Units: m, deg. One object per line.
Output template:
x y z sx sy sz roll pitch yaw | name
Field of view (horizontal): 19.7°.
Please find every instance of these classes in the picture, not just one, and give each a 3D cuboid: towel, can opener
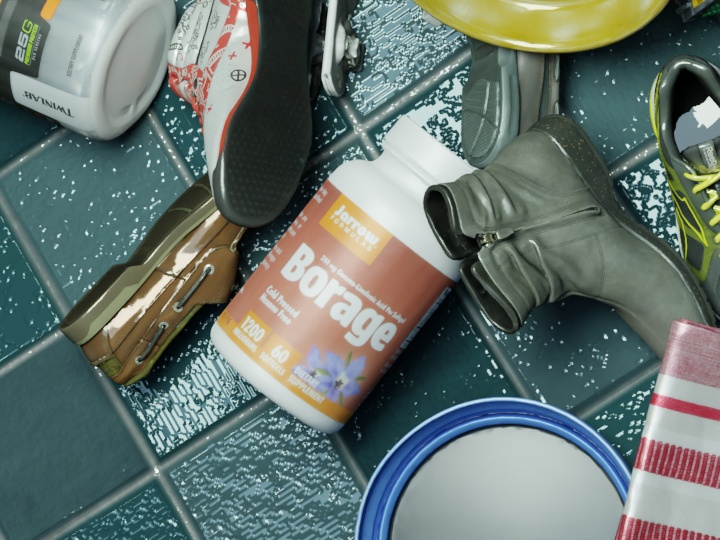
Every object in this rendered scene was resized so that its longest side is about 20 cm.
0.242 0.143 1.324 0.144 0.023 0.201 15 90 -9 | towel
-0.023 -0.218 1.451 0.067 0.053 0.201 2 82 15 | can opener

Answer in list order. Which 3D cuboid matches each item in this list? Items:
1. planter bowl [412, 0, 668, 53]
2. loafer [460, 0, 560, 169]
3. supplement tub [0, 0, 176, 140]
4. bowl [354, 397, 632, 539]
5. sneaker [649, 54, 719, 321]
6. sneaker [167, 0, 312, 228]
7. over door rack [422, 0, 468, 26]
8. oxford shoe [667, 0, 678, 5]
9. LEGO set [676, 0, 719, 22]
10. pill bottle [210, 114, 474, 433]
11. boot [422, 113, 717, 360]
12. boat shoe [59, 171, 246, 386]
0.110 -0.235 1.308 0.200 0.201 0.084 8 54 15 | planter bowl
0.111 -0.162 1.413 0.063 0.072 0.201 11 81 -29 | loafer
-0.241 -0.180 1.466 0.200 0.123 0.123 23 89 16 | supplement tub
0.096 0.186 1.378 0.200 0.039 0.201 -2 82 14 | bowl
0.230 -0.049 1.349 0.074 0.085 0.200 -22 78 11 | sneaker
-0.087 -0.112 1.420 0.108 0.067 0.202 -22 57 51 | sneaker
0.038 -0.284 1.375 0.067 0.148 0.201 -11 59 53 | over door rack
0.157 -0.263 1.404 0.071 0.071 0.200 -23 80 14 | oxford shoe
0.271 -0.241 1.314 0.199 0.116 0.154 -6 86 -8 | LEGO set
0.000 0.000 1.387 0.112 0.112 0.200 39 94 15 | pill bottle
0.130 0.007 1.333 0.131 0.068 0.200 -37 89 -33 | boot
-0.117 -0.006 1.448 0.200 0.072 0.068 -44 105 -3 | boat shoe
